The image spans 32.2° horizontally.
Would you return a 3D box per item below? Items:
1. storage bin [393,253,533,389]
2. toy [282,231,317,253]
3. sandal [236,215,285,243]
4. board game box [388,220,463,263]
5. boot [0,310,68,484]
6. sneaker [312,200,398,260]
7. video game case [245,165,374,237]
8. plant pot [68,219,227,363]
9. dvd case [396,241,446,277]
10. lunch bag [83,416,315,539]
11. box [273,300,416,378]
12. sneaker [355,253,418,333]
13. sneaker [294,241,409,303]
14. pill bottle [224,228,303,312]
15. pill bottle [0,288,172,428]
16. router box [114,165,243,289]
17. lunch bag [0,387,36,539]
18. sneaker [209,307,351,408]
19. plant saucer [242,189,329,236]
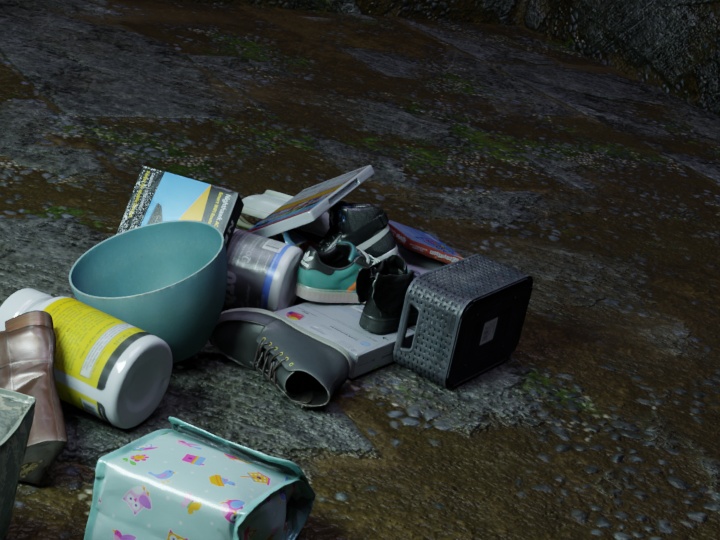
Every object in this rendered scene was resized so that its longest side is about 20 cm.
[{"bbox_3d":[0.147,0.069,1.756,0.094,0.136,0.200,25,26,29],"label":"storage bin"},{"bbox_3d":[-0.075,-0.028,1.997,0.200,0.047,0.115,27,27,33],"label":"toy"},{"bbox_3d":[-0.179,-0.038,1.953,0.057,0.080,0.201,-29,36,-34],"label":"sandal"},{"bbox_3d":[0.099,-0.048,2.091,0.103,0.019,0.200,18,8,-16],"label":"board game box"},{"bbox_3d":[-0.407,0.158,1.367,0.064,0.186,0.200,45,22,-50],"label":"boot"},{"bbox_3d":[-0.051,-0.043,1.879,0.200,0.112,0.073,-21,17,-9],"label":"sneaker"},{"bbox_3d":[-0.080,-0.100,1.884,0.143,0.017,0.200,-17,14,35],"label":"video game case"},{"bbox_3d":[-0.256,0.040,1.597,0.199,0.135,0.200,-10,27,5],"label":"plant pot"},{"bbox_3d":[0.070,0.004,1.993,0.150,0.025,0.200,23,22,3],"label":"dvd case"},{"bbox_3d":[-0.152,0.229,1.254,0.170,0.122,0.200,17,15,19],"label":"lunch bag"},{"bbox_3d":[-0.006,0.082,1.777,0.156,0.041,0.200,25,25,31],"label":"box"},{"bbox_3d":[0.054,0.025,1.753,0.060,0.104,0.200,24,25,28],"label":"sneaker"},{"bbox_3d":[0.000,0.000,1.816,0.200,0.080,0.071,-2,25,-34],"label":"sneaker"},{"bbox_3d":[-0.192,-0.006,1.799,0.199,0.114,0.114,17,23,13],"label":"pill bottle"},{"bbox_3d":[-0.333,0.099,1.478,0.200,0.115,0.114,22,24,22],"label":"pill bottle"},{"bbox_3d":[-0.265,-0.031,1.728,0.149,0.200,0.051,16,-14,10],"label":"router box"},{"bbox_3d":[-0.386,0.211,1.118,0.117,0.164,0.200,17,22,-1],"label":"lunch bag"},{"bbox_3d":[-0.115,0.109,1.609,0.199,0.075,0.106,16,20,8],"label":"sneaker"},{"bbox_3d":[-0.110,-0.095,2.051,0.200,0.050,0.200,17,1,0],"label":"plant saucer"}]
